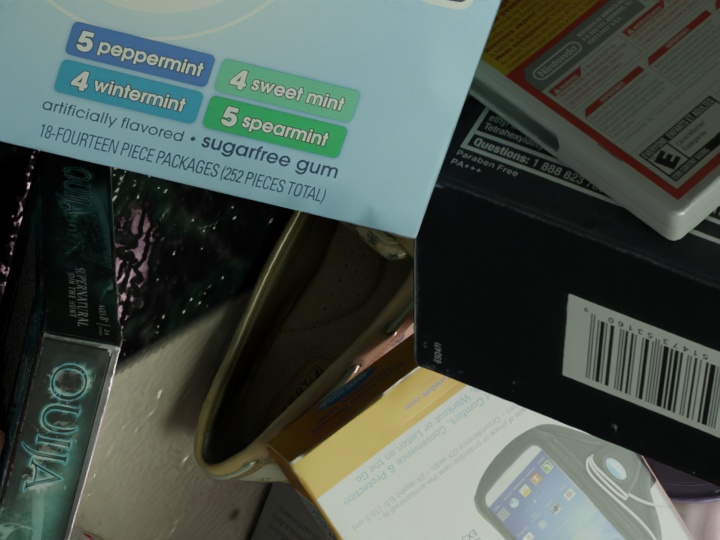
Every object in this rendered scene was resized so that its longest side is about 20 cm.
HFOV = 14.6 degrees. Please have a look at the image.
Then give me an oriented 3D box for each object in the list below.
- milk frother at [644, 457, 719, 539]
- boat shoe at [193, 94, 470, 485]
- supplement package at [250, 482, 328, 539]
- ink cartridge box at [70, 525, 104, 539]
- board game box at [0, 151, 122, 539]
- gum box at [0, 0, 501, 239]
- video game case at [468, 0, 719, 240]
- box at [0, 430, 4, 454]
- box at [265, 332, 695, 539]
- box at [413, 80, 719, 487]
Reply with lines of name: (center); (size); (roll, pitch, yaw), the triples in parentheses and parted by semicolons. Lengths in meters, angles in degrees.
milk frother: (0.149, 0.172, 1.338); (0.180, 0.200, 0.189); (-28, 139, -31)
boat shoe: (0.000, 0.000, 1.098); (0.063, 0.073, 0.201); (0, 119, -57)
supplement package: (0.021, 0.152, 1.223); (0.117, 0.117, 0.201); (-5, 122, -52)
ink cartridge box: (-0.047, 0.188, 1.087); (0.084, 0.200, 0.146); (-57, 149, -3)
board game box: (-0.119, 0.077, 0.963); (0.028, 0.135, 0.201); (11, 116, -13)
gum box: (-0.032, -0.124, 0.887); (0.169, 0.045, 0.201); (12, 113, -17)
video game case: (0.082, -0.108, 0.989); (0.143, 0.200, 0.017); (-39, 152, -25)
box: (-0.201, 0.123, 0.915); (0.102, 0.095, 0.201); (-12, 128, -50)
box: (0.065, 0.114, 1.103); (0.119, 0.041, 0.200); (-36, 110, -10)
box: (0.150, -0.033, 1.018); (0.199, 0.199, 0.123); (-57, 161, -32)
